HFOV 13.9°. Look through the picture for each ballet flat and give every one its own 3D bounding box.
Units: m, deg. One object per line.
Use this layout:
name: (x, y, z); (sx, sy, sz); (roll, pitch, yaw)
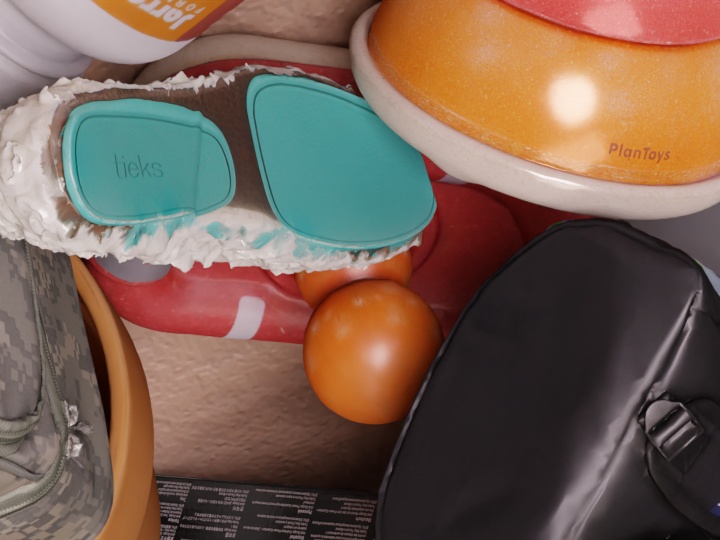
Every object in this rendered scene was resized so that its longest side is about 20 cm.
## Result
ballet flat: (-0.057, -0.033, 0.968); (0.072, 0.072, 0.200); (-41, 154, 29)

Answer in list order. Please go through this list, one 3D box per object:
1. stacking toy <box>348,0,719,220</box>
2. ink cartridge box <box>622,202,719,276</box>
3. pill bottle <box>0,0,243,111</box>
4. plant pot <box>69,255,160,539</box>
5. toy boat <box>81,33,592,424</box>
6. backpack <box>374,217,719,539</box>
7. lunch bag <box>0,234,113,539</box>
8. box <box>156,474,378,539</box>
stacking toy: (0.088, -0.130, 0.985); (0.145, 0.146, 0.201); (6, 118, -22)
ink cartridge box: (0.161, 0.040, 1.207); (0.145, 0.084, 0.200); (10, 134, -25)
pill bottle: (-0.059, -0.136, 0.921); (0.200, 0.112, 0.112); (-36, 135, 24)
plant pot: (-0.160, 0.083, 1.100); (0.199, 0.201, 0.140); (-19, 156, 7)
toy boat: (0.000, 0.000, 1.079); (0.199, 0.131, 0.131); (6, 137, -21)
backpack: (0.094, 0.063, 1.039); (0.200, 0.154, 0.164); (17, 105, -47)
lunch bag: (-0.174, 0.004, 0.962); (0.139, 0.201, 0.168); (-18, 155, 8)
box: (0.028, 0.141, 1.236); (0.199, 0.048, 0.193); (1, 160, 45)
